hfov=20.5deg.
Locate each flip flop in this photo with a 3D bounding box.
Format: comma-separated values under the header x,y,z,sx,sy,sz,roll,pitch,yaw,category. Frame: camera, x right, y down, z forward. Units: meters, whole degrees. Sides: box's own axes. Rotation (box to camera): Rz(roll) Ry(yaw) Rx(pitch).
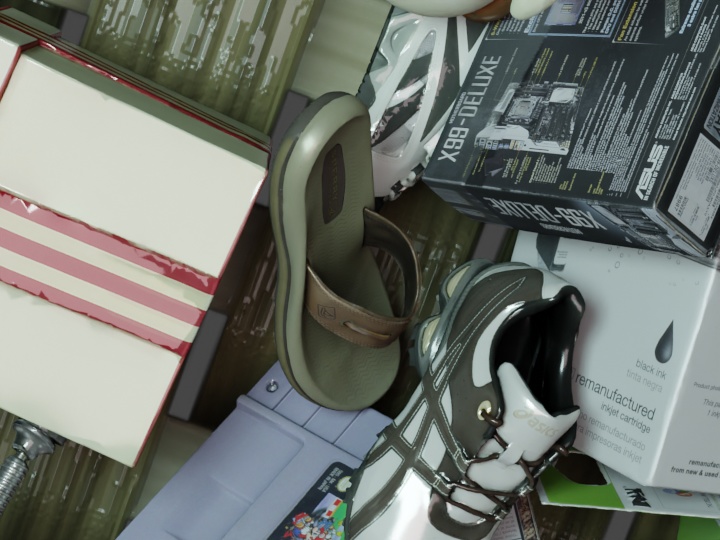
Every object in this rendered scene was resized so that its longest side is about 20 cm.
x,y,z,sx,sy,sz,roll,pitch,yaw,category
0.000,0.000,0.967,0.057,0.081,0.201,22,140,23,flip flop

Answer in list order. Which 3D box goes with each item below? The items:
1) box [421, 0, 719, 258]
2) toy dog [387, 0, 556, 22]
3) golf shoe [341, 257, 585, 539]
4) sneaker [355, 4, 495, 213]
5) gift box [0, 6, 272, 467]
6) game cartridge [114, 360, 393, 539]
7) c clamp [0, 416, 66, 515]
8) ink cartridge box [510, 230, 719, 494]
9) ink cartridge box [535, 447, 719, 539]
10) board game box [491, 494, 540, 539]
x,y,z,sx,sy,sz,roll,pitch,yaw,category
0.131,-0.113,0.946,0.050,0.157,0.202,32,75,-38,box
0.069,-0.185,0.904,0.138,0.200,0.196,5,74,-26,toy dog
0.052,0.088,0.947,0.077,0.094,0.202,21,78,-27,golf shoe
0.038,-0.080,1.027,0.088,0.074,0.202,23,98,-4,sneaker
-0.154,-0.032,0.970,0.185,0.200,0.186,24,93,-4,gift box
-0.052,0.142,0.999,0.200,0.129,0.039,-48,142,-27,game cartridge
-0.211,0.133,1.008,0.027,0.170,0.201,43,66,-43,c clamp
0.154,-0.007,0.999,0.083,0.144,0.202,11,100,-37,ink cartridge box
0.180,0.142,1.032,0.198,0.148,0.077,6,100,-2,ink cartridge box
0.028,0.216,1.005,0.158,0.201,0.097,-11,138,1,board game box
